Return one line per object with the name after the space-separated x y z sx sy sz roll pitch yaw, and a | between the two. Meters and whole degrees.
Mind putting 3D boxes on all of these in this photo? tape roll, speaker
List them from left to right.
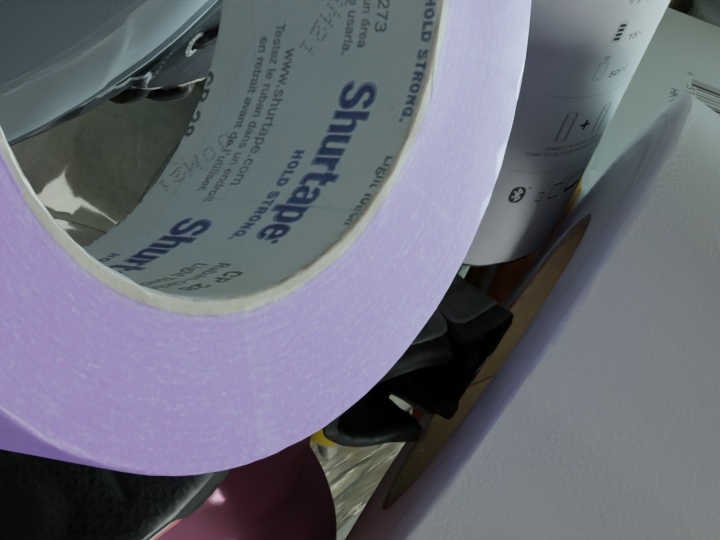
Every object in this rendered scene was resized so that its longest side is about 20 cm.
-0.049 -0.063 0.511 0.200 0.065 0.201 -9 102 -49 | tape roll
0.058 -0.097 0.776 0.081 0.081 0.200 -27 152 -40 | speaker
0.092 0.067 0.771 0.203 0.139 0.203 -54 -178 3 | tape roll

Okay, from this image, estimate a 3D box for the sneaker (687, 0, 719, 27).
0.167 -0.085 1.021 0.088 0.080 0.200 -27 158 -54 | sneaker

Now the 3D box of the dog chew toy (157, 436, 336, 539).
-0.063 0.092 0.847 0.124 0.124 0.200 -30 145 -35 | dog chew toy

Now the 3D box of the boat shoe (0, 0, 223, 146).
-0.047 -0.075 0.631 0.200 0.070 0.066 -44 147 -27 | boat shoe

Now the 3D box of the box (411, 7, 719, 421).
0.093 0.020 0.960 0.125 0.097 0.200 -77 -171 -50 | box

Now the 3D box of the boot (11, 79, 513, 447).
-0.041 -0.007 0.681 0.200 0.131 0.068 -10 138 -57 | boot

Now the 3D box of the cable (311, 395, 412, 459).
0.000 0.000 0.880 0.097 0.050 0.200 -46 161 -8 | cable

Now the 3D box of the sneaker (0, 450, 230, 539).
-0.119 0.070 0.739 0.200 0.074 0.087 -28 176 13 | sneaker
